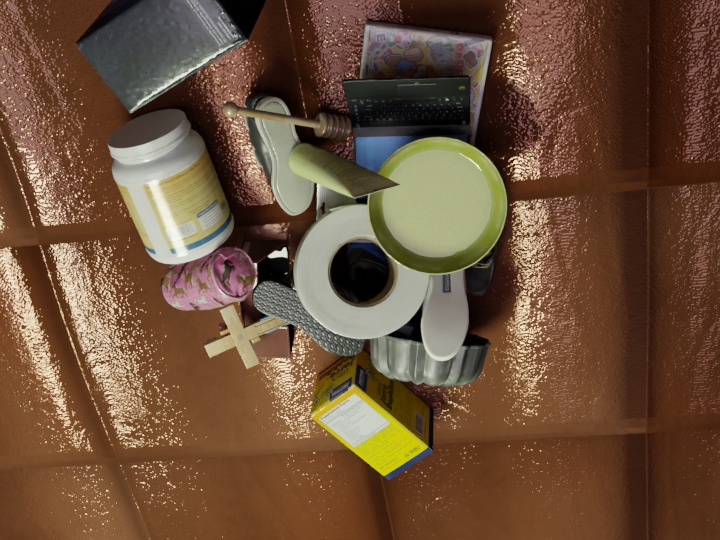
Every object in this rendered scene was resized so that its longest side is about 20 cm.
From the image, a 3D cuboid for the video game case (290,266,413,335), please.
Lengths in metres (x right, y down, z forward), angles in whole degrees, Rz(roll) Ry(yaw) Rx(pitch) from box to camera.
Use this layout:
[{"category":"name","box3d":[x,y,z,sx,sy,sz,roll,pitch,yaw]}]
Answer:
[{"category":"video game case","box3d":[-0.017,0.047,1.611,0.200,0.143,0.019,22,96,-9]}]

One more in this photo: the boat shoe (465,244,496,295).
[{"category":"boat shoe","box3d":[0.178,-0.039,1.572,0.074,0.073,0.200,-2,123,7]}]

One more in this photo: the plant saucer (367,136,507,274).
[{"category":"plant saucer","box3d":[0.110,-0.094,1.445,0.200,0.031,0.200,0,104,2]}]

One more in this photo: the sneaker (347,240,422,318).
[{"category":"sneaker","box3d":[0.053,0.032,1.609,0.077,0.111,0.200,-35,114,24]}]

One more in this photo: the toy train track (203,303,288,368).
[{"category":"toy train track","box3d":[-0.158,0.085,1.626,0.200,0.033,0.115,-23,114,-5]}]

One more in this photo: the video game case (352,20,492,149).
[{"category":"video game case","box3d":[0.087,-0.257,1.469,0.182,0.023,0.200,7,123,1]}]

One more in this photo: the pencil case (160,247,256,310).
[{"category":"pencil case","box3d":[-0.242,0.014,1.589,0.086,0.083,0.200,33,156,-29]}]

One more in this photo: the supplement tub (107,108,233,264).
[{"category":"supplement tub","box3d":[-0.287,-0.127,1.517,0.144,0.145,0.200,-10,122,12]}]

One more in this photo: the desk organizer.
[{"category":"desk organizer","box3d":[-0.156,0.050,1.666,0.077,0.072,0.200,0,123,3]}]

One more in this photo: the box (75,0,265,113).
[{"category":"box","box3d":[-0.246,-0.341,1.340,0.198,0.200,0.123,-28,117,21]}]

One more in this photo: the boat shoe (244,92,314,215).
[{"category":"boat shoe","box3d":[-0.127,-0.177,1.521,0.074,0.060,0.200,-35,127,-19]}]

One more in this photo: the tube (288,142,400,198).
[{"category":"tube","box3d":[-0.033,-0.137,1.436,0.052,0.200,0.058,40,82,-39]}]

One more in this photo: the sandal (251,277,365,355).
[{"category":"sandal","box3d":[-0.078,0.067,1.604,0.200,0.048,0.075,31,101,-11]}]

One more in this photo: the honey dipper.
[{"category":"honey dipper","box3d":[-0.107,-0.222,1.452,0.200,0.038,0.038,6,128,-31]}]

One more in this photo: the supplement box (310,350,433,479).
[{"category":"supplement box","box3d":[0.024,0.250,1.756,0.109,0.110,0.200,-37,113,25]}]

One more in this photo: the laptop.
[{"category":"laptop","box3d":[0.071,-0.184,1.440,0.177,0.103,0.200,-1,159,5]}]

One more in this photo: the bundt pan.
[{"category":"bundt pan","box3d":[0.105,0.138,1.615,0.202,0.202,0.076,7,95,1]}]

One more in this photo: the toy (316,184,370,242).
[{"category":"toy","box3d":[0.033,-0.100,1.563,0.200,0.047,0.115,4,120,2]}]

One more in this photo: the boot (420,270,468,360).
[{"category":"boot","box3d":[0.131,0.054,1.539,0.073,0.200,0.090,6,156,5]}]

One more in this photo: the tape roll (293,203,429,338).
[{"category":"tape roll","box3d":[0.000,0.000,1.503,0.202,0.071,0.203,0,91,-7]}]
